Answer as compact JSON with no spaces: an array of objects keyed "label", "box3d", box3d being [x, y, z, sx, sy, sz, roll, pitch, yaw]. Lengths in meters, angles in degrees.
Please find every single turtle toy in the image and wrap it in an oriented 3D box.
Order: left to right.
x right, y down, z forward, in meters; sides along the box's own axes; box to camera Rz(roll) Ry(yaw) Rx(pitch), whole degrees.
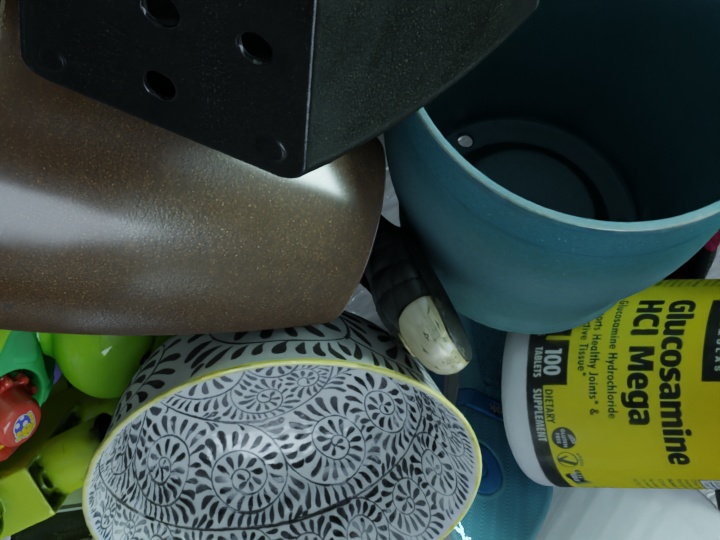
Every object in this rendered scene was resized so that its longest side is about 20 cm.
[{"label":"turtle toy","box3d":[-0.194,0.046,1.346,0.200,0.146,0.101,-26,106,13]}]

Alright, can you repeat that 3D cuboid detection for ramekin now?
[{"label":"ramekin","box3d":[0.130,0.185,1.585,0.200,0.098,0.201,28,152,17]}]

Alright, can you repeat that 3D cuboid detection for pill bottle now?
[{"label":"pill bottle","box3d":[0.184,0.060,1.386,0.200,0.113,0.112,-2,146,24]}]

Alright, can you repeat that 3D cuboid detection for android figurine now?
[{"label":"android figurine","box3d":[-0.205,0.114,1.427,0.200,0.182,0.041,-24,105,23]}]

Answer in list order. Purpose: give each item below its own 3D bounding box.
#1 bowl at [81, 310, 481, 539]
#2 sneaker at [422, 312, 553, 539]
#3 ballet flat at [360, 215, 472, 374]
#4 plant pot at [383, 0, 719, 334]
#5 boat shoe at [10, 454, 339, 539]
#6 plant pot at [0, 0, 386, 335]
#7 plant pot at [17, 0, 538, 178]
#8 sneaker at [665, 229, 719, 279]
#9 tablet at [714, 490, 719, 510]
[{"label":"bowl","box3d":[-0.044,0.075,1.331,0.200,0.094,0.201,-6,139,-5]},{"label":"sneaker","box3d":[0.042,0.112,1.486,0.079,0.200,0.131,33,131,-22]},{"label":"ballet flat","box3d":[0.000,0.000,1.318,0.057,0.200,0.067,-33,128,-7]},{"label":"plant pot","box3d":[0.100,-0.065,1.304,0.200,0.200,0.188,-6,154,-12]},{"label":"boat shoe","box3d":[-0.097,0.146,1.431,0.200,0.057,0.069,-7,145,13]},{"label":"plant pot","box3d":[-0.096,-0.045,1.225,0.200,0.187,0.187,14,133,-16]},{"label":"plant pot","box3d":[-0.041,-0.158,1.082,0.199,0.177,0.200,23,142,14]},{"label":"sneaker","box3d":[0.150,0.013,1.493,0.081,0.075,0.200,-3,140,-15]},{"label":"tablet","box3d":[0.220,0.113,1.590,0.014,0.130,0.200,-9,141,4]}]
